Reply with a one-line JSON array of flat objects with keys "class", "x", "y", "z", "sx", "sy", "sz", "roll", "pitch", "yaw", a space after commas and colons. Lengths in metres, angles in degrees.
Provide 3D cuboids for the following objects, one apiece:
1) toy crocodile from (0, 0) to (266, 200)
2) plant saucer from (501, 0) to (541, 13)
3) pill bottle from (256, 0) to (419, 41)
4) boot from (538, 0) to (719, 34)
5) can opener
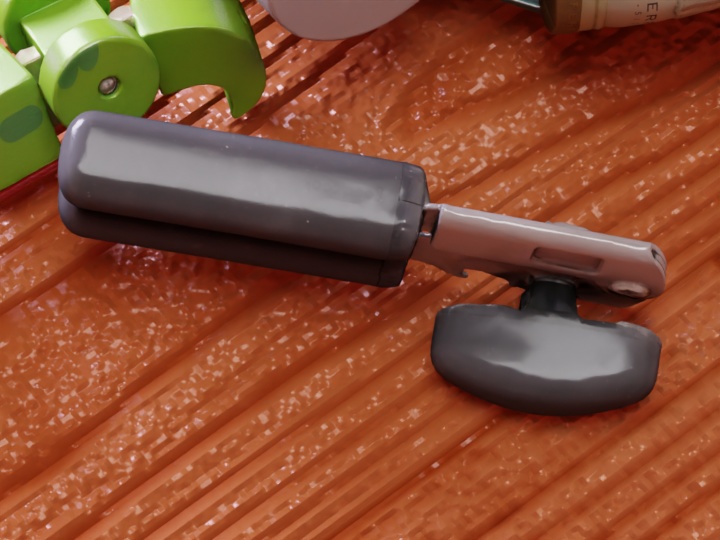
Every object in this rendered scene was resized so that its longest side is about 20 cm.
[{"class": "toy crocodile", "x": -0.127, "y": -0.049, "z": 0.916, "sx": 0.200, "sy": 0.062, "sz": 0.068, "roll": -26, "pitch": 41, "yaw": -11}, {"class": "plant saucer", "x": 0.089, "y": -0.168, "z": 0.995, "sx": 0.200, "sy": 0.027, "sz": 0.200, "roll": 0, "pitch": 62, "yaw": 1}, {"class": "pill bottle", "x": -0.047, "y": -0.171, "z": 0.935, "sx": 0.112, "sy": 0.112, "sz": 0.200, "roll": -29, "pitch": 56, "yaw": -15}, {"class": "boot", "x": 0.135, "y": -0.172, "z": 0.943, "sx": 0.154, "sy": 0.072, "sz": 0.200, "roll": 0, "pitch": 67, "yaw": 1}, {"class": "can opener", "x": 0.000, "y": 0.000, "z": 0.880, "sx": 0.200, "sy": 0.053, "sz": 0.067, "roll": 9, "pitch": 70, "yaw": -3}]
